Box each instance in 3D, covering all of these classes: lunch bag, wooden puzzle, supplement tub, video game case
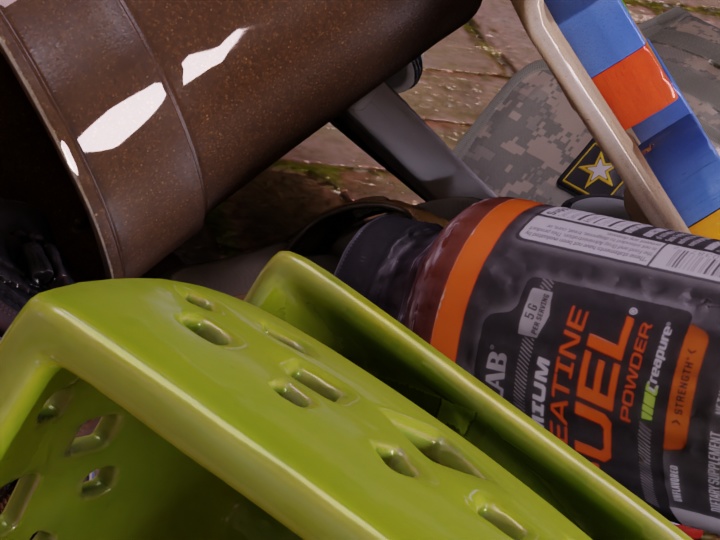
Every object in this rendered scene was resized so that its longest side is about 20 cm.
[{"bbox_3d":[0.156,-0.040,1.349,0.200,0.118,0.164,-25,43,-39],"label":"lunch bag"},{"bbox_3d":[0.104,-0.078,1.074,0.046,0.200,0.185,-28,27,6],"label":"wooden puzzle"},{"bbox_3d":[0.088,0.033,0.984,0.200,0.107,0.107,12,20,28],"label":"supplement tub"},{"bbox_3d":[-0.002,-0.078,1.247,0.182,0.023,0.200,41,0,40],"label":"video game case"}]

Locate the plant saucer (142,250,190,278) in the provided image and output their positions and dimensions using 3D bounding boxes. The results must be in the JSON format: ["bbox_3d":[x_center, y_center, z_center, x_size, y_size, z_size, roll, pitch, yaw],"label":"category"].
[{"bbox_3d":[-0.166,0.012,1.144,0.200,0.037,0.200,13,25,-6],"label":"plant saucer"}]

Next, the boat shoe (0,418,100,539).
[{"bbox_3d":[-0.102,0.087,0.972,0.072,0.072,0.200,5,26,-19],"label":"boat shoe"}]

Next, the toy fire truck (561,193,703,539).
[{"bbox_3d":[0.179,0.061,1.165,0.200,0.129,0.176,5,24,3],"label":"toy fire truck"}]

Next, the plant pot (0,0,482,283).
[{"bbox_3d":[-0.071,-0.117,1.059,0.198,0.200,0.200,-32,42,-16],"label":"plant pot"}]

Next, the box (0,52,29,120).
[{"bbox_3d":[-0.172,-0.104,1.234,0.148,0.107,0.200,13,9,-22],"label":"box"}]

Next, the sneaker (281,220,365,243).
[{"bbox_3d":[-0.019,0.048,1.121,0.085,0.077,0.200,24,35,8],"label":"sneaker"}]

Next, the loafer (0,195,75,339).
[{"bbox_3d":[-0.153,-0.013,1.035,0.072,0.063,0.200,35,-3,-37],"label":"loafer"}]

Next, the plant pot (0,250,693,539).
[{"bbox_3d":[-0.022,0.119,0.777,0.200,0.199,0.181,35,22,12],"label":"plant pot"}]

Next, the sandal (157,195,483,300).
[{"bbox_3d":[0.000,0.000,1.085,0.200,0.054,0.080,-12,48,-39],"label":"sandal"}]

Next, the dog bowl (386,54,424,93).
[{"bbox_3d":[-0.046,-0.168,1.316,0.200,0.074,0.200,25,-12,6],"label":"dog bowl"}]
